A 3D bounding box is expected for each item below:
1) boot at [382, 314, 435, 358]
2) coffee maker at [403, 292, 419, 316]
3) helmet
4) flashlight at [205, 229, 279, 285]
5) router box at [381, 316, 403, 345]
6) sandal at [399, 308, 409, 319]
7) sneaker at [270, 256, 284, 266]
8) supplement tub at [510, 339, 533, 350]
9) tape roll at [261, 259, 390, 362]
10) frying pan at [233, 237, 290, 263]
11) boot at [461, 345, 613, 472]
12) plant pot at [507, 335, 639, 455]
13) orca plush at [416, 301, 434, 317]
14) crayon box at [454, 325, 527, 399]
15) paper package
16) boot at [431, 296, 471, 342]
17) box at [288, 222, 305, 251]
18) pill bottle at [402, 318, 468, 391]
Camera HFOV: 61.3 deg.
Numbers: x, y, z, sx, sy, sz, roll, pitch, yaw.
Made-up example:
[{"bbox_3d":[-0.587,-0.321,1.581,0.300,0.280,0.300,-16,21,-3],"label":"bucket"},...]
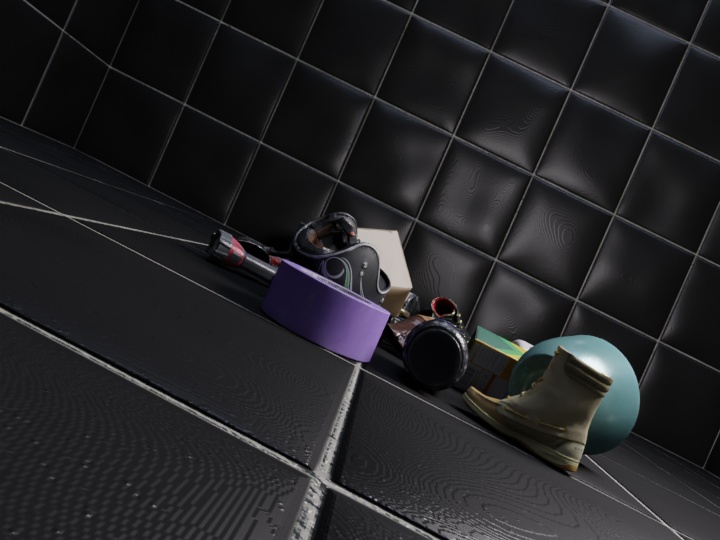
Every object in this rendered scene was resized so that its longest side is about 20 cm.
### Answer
[{"bbox_3d":[0.145,0.181,1.286,0.164,0.073,0.201,-4,47,-45],"label":"boot"},{"bbox_3d":[0.064,0.093,1.708,0.196,0.138,0.192,27,0,21],"label":"coffee maker"},{"bbox_3d":[-0.041,0.009,1.178,0.198,0.198,0.195,25,-42,40],"label":"helmet"},{"bbox_3d":[-0.234,-0.015,1.302,0.198,0.069,0.067,29,-39,-35],"label":"flashlight"},{"bbox_3d":[0.124,0.164,1.474,0.147,0.064,0.200,25,0,-1],"label":"router box"},{"bbox_3d":[0.055,0.059,1.494,0.081,0.056,0.199,29,4,-35],"label":"sandal"},{"bbox_3d":[-0.203,-0.002,1.440,0.106,0.069,0.201,25,-3,-22],"label":"sneaker"},{"bbox_3d":[0.401,0.258,1.333,0.196,0.149,0.145,26,0,-4],"label":"supplement tub"},{"bbox_3d":[-0.056,0.063,0.974,0.196,0.087,0.200,26,-1,0],"label":"tape roll"},{"bbox_3d":[-0.225,-0.047,1.326,0.186,0.032,0.115,-18,-41,32],"label":"frying pan"},{"bbox_3d":[0.262,0.182,0.914,0.197,0.159,0.072,26,1,39],"label":"boot"},{"bbox_3d":[0.339,0.208,1.016,0.158,0.206,0.198,10,11,-45],"label":"plant pot"},{"bbox_3d":[0.158,0.163,1.626,0.069,0.108,0.200,-17,-14,-16],"label":"orca plush"},{"bbox_3d":[0.290,0.211,1.198,0.196,0.128,0.052,27,33,3],"label":"crayon box"},{"bbox_3d":[0.000,0.000,1.385,0.194,0.105,0.194,3,49,-17],"label":"paper package"},{"bbox_3d":[0.241,0.171,1.474,0.204,0.072,0.156,52,-11,48],"label":"boot"},{"bbox_3d":[-0.277,-0.123,3.080,0.102,0.205,0.148,25,0,17],"label":"box"},{"bbox_3d":[0.126,0.139,1.017,0.110,0.114,0.200,25,0,9],"label":"pill bottle"}]
